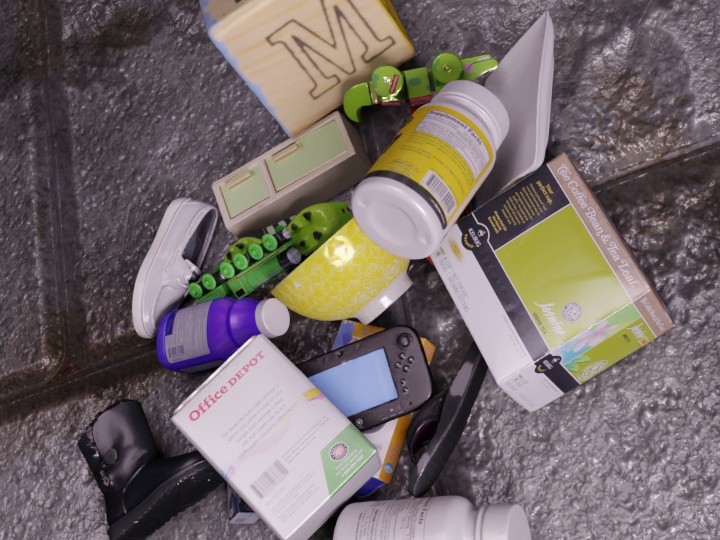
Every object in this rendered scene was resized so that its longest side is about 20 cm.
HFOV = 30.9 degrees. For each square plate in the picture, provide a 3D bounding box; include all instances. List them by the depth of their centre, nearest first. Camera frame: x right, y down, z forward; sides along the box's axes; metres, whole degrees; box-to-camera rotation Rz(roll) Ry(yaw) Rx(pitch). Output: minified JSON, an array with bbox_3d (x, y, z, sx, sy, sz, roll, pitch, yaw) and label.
[{"bbox_3d":[0.185,-0.178,1.558,0.028,0.200,0.199,13,70,-13],"label":"square plate"}]

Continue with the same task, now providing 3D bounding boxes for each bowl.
[{"bbox_3d":[0.000,0.000,1.575,0.200,0.200,0.108,-42,91,5],"label":"bowl"}]

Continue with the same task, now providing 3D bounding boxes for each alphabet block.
[{"bbox_3d":[-0.075,-0.334,1.689,0.200,0.196,0.196,-32,39,11],"label":"alphabet block"}]

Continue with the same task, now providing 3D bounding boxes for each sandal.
[{"bbox_3d":[0.092,0.169,1.497,0.048,0.075,0.201,18,64,21],"label":"sandal"}]

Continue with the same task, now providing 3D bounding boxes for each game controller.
[{"bbox_3d":[-0.010,0.140,1.538,0.199,0.042,0.105,-23,62,17],"label":"game controller"}]

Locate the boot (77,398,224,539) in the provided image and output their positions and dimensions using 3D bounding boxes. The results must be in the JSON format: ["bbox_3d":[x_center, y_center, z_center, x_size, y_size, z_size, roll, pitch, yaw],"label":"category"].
[{"bbox_3d":[-0.268,0.230,1.641,0.200,0.076,0.169,-39,59,24],"label":"boot"}]

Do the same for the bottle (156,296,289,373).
[{"bbox_3d":[-0.174,0.076,1.644,0.200,0.065,0.084,-17,65,40],"label":"bottle"}]

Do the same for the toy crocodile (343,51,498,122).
[{"bbox_3d":[0.074,-0.234,1.624,0.199,0.068,0.062,-13,100,0],"label":"toy crocodile"}]

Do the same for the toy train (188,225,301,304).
[{"bbox_3d":[-0.147,0.004,1.661,0.200,0.042,0.057,-30,95,41],"label":"toy train"}]

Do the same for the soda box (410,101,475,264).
[{"bbox_3d":[0.101,-0.113,1.599,0.063,0.070,0.201,-13,55,21],"label":"soda box"}]

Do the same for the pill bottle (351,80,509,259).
[{"bbox_3d":[0.085,-0.119,1.483,0.114,0.115,0.200,15,52,30],"label":"pill bottle"}]

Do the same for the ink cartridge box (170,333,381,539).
[{"bbox_3d":[-0.095,0.194,1.483,0.145,0.088,0.200,-43,72,-10],"label":"ink cartridge box"}]

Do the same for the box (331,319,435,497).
[{"bbox_3d":[0.002,0.166,1.568,0.119,0.041,0.201,12,73,29],"label":"box"}]

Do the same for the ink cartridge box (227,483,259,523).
[{"bbox_3d":[-0.137,0.199,1.591,0.039,0.099,0.201,5,63,-18],"label":"ink cartridge box"}]

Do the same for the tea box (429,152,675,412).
[{"bbox_3d":[0.212,0.015,1.472,0.196,0.134,0.200,-32,60,12],"label":"tea box"}]

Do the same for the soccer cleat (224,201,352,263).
[{"bbox_3d":[-0.094,-0.035,1.686,0.200,0.081,0.068,-24,89,37],"label":"soccer cleat"}]

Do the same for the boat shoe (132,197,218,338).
[{"bbox_3d":[-0.243,-0.002,1.745,0.068,0.072,0.201,7,64,29],"label":"boat shoe"}]

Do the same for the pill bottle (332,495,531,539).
[{"bbox_3d":[0.080,0.306,1.428,0.199,0.114,0.115,-8,66,23],"label":"pill bottle"}]

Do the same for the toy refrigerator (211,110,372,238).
[{"bbox_3d":[-0.091,-0.122,1.713,0.200,0.070,0.076,-29,60,13],"label":"toy refrigerator"}]
